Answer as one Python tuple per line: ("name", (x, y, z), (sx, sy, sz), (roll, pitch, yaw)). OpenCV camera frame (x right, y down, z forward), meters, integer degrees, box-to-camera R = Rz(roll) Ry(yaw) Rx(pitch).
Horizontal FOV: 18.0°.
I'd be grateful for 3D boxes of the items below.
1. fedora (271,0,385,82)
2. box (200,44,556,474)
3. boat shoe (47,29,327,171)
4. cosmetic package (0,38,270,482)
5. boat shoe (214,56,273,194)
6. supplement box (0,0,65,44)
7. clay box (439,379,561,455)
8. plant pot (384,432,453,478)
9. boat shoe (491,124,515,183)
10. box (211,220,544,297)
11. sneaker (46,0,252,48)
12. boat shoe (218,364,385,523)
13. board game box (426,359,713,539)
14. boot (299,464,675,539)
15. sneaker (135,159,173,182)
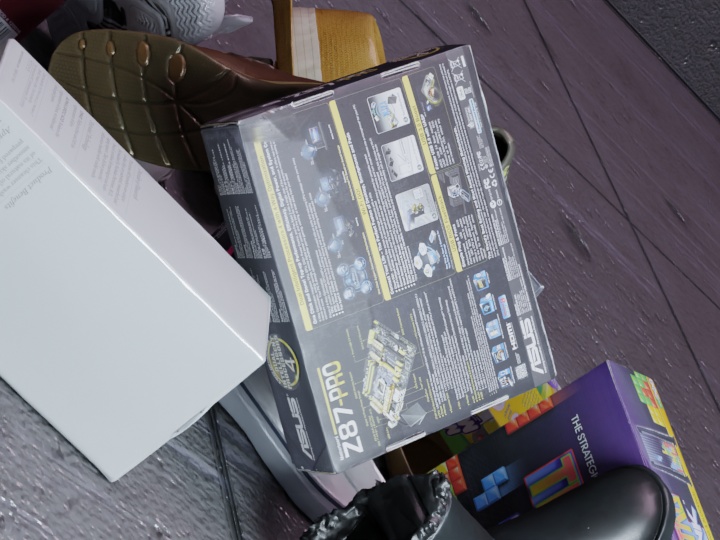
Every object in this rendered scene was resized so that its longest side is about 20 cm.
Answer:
("fedora", (-0.019, -0.127, 1.661), (0.201, 0.082, 0.201), (175, -90, -90))
("box", (0.013, -0.008, 1.252), (0.161, 0.049, 0.200), (-22, 102, -33))
("boat shoe", (-0.081, -0.091, 1.314), (0.200, 0.072, 0.068), (13, 5, 0))
("cosmetic package", (-0.150, -0.004, 1.153), (0.200, 0.113, 0.081), (47, 17, -21))
("boat shoe", (-0.097, -0.101, 1.597), (0.065, 0.072, 0.200), (8, 26, -5))
("supplement box", (-0.170, -0.217, 1.382), (0.061, 0.200, 0.109), (47, 17, -16))
("clay box", (0.088, 0.083, 1.547), (0.200, 0.048, 0.115), (59, 27, -22))
("plant pot", (0.078, 0.171, 1.547), (0.200, 0.027, 0.200), (46, 17, -18))
("boat shoe", (0.013, -0.051, 1.551), (0.072, 0.201, 0.060), (65, -16, 13))
("box", (0.000, 0.000, 1.394), (0.122, 0.106, 0.200), (48, -16, -19))
("sneaker", (-0.114, -0.177, 1.448), (0.200, 0.115, 0.075), (-3, -71, 59))
("boat shoe", (-0.029, 0.088, 1.363), (0.200, 0.067, 0.074), (48, 17, -15))
("board game box", (0.129, 0.181, 1.367), (0.057, 0.165, 0.200), (23, 40, -46))
("boot", (0.066, 0.154, 1.268), (0.162, 0.198, 0.073), (43, 15, -49))
("sneaker", (-0.125, -0.099, 1.461), (0.075, 0.087, 0.200), (47, 16, -14))
